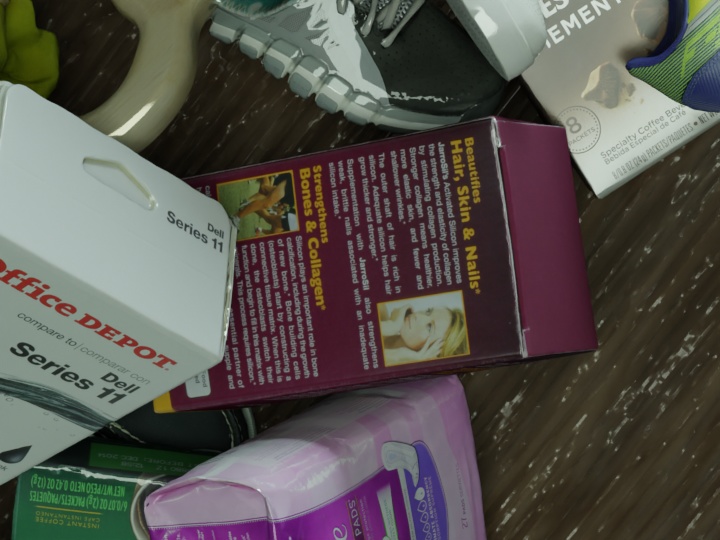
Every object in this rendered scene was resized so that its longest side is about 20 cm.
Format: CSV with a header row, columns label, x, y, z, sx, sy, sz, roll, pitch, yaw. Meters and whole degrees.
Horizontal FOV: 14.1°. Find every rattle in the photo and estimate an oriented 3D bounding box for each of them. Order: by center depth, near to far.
label,x,y,z,sx,sy,sz,roll,pitch,yaw
rattle,-0.095,-0.105,1.363,0.199,0.143,0.130,-30,56,-1

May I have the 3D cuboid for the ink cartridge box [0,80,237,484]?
label,x,y,z,sx,sy,sz,roll,pitch,yaw
ink cartridge box,-0.174,0.016,1.319,0.146,0.083,0.200,30,135,-34

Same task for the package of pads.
label,x,y,z,sx,sy,sz,roll,pitch,yaw
package of pads,-0.014,0.128,1.389,0.075,0.200,0.121,-6,101,33

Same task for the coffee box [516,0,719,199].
label,x,y,z,sx,sy,sz,roll,pitch,yaw
coffee box,0.164,-0.137,1.396,0.199,0.080,0.113,-32,98,5

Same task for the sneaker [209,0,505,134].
label,x,y,z,sx,sy,sz,roll,pitch,yaw
sneaker,-0.015,-0.145,1.367,0.199,0.075,0.116,24,136,3

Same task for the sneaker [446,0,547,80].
label,x,y,z,sx,sy,sz,roll,pitch,yaw
sneaker,0.071,-0.186,1.348,0.115,0.074,0.201,-25,55,1

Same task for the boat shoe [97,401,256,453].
label,x,y,z,sx,sy,sz,roll,pitch,yaw
boat shoe,-0.134,0.036,1.437,0.200,0.060,0.076,39,98,-6

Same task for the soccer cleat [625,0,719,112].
label,x,y,z,sx,sy,sz,roll,pitch,yaw
soccer cleat,0.170,-0.171,1.319,0.083,0.065,0.201,13,98,6

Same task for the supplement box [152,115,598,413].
label,x,y,z,sx,sy,sz,roll,pitch,yaw
supplement box,0.000,0.000,1.371,0.199,0.086,0.111,-10,86,27

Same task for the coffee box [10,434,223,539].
label,x,y,z,sx,sy,sz,roll,pitch,yaw
coffee box,-0.117,0.182,1.453,0.122,0.044,0.201,8,112,-3
